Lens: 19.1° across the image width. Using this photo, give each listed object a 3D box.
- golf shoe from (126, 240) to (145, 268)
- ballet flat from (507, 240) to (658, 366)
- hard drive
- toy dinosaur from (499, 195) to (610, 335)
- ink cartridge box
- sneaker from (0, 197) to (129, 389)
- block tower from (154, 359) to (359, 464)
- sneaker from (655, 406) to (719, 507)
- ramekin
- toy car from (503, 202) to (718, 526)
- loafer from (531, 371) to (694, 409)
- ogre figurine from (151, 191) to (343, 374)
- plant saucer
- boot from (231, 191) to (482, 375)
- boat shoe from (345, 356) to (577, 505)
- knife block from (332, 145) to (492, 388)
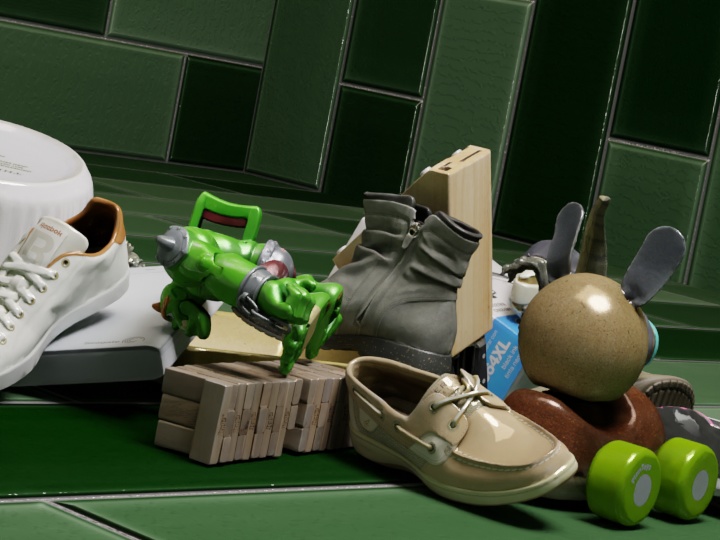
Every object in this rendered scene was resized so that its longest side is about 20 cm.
[{"bbox_3d":[-0.215,0.018,1.815,0.097,0.079,0.200,6,-16,41],"label":"golf shoe"},{"bbox_3d":[0.163,0.024,1.729,0.073,0.074,0.200,8,18,-30],"label":"ballet flat"},{"bbox_3d":[-0.179,0.037,1.568,0.131,0.027,0.200,-4,17,13],"label":"hard drive"},{"bbox_3d":[0.153,0.025,1.580,0.088,0.201,0.047,14,34,32],"label":"toy dinosaur"},{"bbox_3d":[0.086,0.040,1.829,0.200,0.085,0.146,38,18,24],"label":"ink cartridge box"},{"bbox_3d":[-0.233,0.011,1.461,0.072,0.085,0.200,24,40,22],"label":"sneaker"},{"bbox_3d":[-0.065,0.094,1.459,0.057,0.054,0.200,13,5,27],"label":"block tower"},{"bbox_3d":[0.297,0.147,1.548,0.199,0.081,0.086,23,2,40],"label":"sneaker"},{"bbox_3d":[-0.288,-0.049,1.583,0.201,0.095,0.203,14,17,-4],"label":"ramekin"},{"bbox_3d":[0.164,0.059,1.502,0.163,0.202,0.157,15,7,37],"label":"toy car"},{"bbox_3d":[0.193,0.110,1.700,0.068,0.076,0.199,23,13,41],"label":"loafer"},{"bbox_3d":[-0.076,0.010,1.490,0.119,0.099,0.200,27,19,8],"label":"ogre figurine"},{"bbox_3d":[-0.094,0.071,1.670,0.199,0.049,0.200,8,7,-31],"label":"plant saucer"},{"bbox_3d":[0.000,0.000,1.642,0.199,0.132,0.068,14,6,29],"label":"boot"},{"bbox_3d":[0.060,0.103,1.430,0.072,0.065,0.199,-29,27,-32],"label":"boat shoe"},{"bbox_3d":[0.070,0.025,1.684,0.176,0.200,0.064,52,41,5],"label":"knife block"}]
